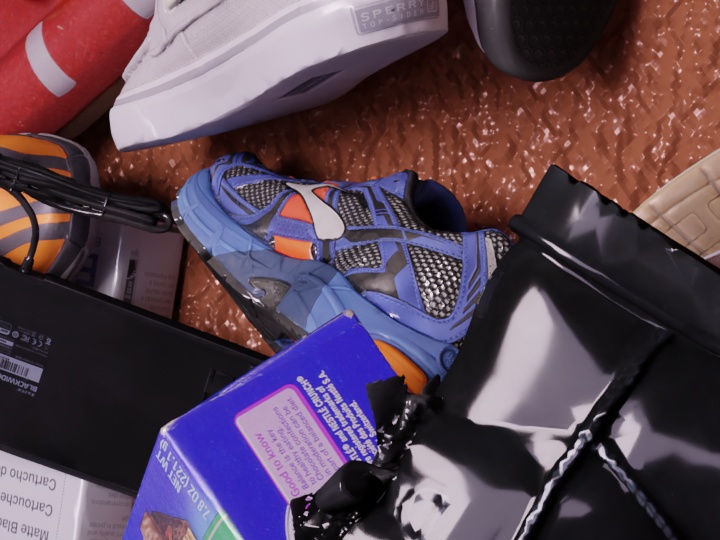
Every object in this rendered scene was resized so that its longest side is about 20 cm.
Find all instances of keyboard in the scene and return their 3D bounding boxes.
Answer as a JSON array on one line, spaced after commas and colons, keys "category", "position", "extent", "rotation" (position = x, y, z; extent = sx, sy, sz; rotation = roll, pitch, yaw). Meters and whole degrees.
[{"category": "keyboard", "position": [-0.125, 0.008, 1.002], "extent": [0.021, 0.199, 0.128], "rotation": [-77, 8, -63]}]

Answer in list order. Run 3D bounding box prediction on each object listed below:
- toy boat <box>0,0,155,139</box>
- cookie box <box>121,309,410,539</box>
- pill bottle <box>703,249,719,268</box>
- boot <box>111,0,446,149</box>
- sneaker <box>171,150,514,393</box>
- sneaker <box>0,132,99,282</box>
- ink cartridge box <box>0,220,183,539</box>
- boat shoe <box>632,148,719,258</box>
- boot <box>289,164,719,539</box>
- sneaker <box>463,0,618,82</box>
[{"category": "toy boat", "position": [-0.128, -0.140, 1.038], "extent": [0.200, 0.130, 0.131], "rotation": [-39, 62, 32]}, {"category": "cookie box", "position": [-0.002, 0.133, 0.845], "extent": [0.172, 0.075, 0.200], "rotation": [55, 158, 14]}, {"category": "pill bottle", "position": [0.126, 0.093, 0.774], "extent": [0.114, 0.114, 0.201], "rotation": [-25, 87, 37]}, {"category": "boot", "position": [-0.039, -0.105, 0.952], "extent": [0.200, 0.073, 0.096], "rotation": [-20, 85, 58]}, {"category": "sneaker", "position": [0.000, 0.000, 0.941], "extent": [0.078, 0.075, 0.200], "rotation": [-39, 32, -7]}, {"category": "sneaker", "position": [-0.197, -0.016, 1.045], "extent": [0.199, 0.112, 0.078], "rotation": [-12, 72, 39]}, {"category": "ink cartridge box", "position": [-0.164, 0.068, 1.107], "extent": [0.199, 0.040, 0.201], "rotation": [8, 91, 42]}, {"category": "boat shoe", "position": [0.087, 0.025, 0.872], "extent": [0.072, 0.065, 0.200], "rotation": [39, 102, -8]}, {"category": "boot", "position": [0.076, 0.086, 0.688], "extent": [0.198, 0.073, 0.163], "rotation": [33, 95, 14]}, {"category": "sneaker", "position": [0.037, -0.162, 0.941], "extent": [0.108, 0.067, 0.203], "rotation": [-2, 84, 46]}]
